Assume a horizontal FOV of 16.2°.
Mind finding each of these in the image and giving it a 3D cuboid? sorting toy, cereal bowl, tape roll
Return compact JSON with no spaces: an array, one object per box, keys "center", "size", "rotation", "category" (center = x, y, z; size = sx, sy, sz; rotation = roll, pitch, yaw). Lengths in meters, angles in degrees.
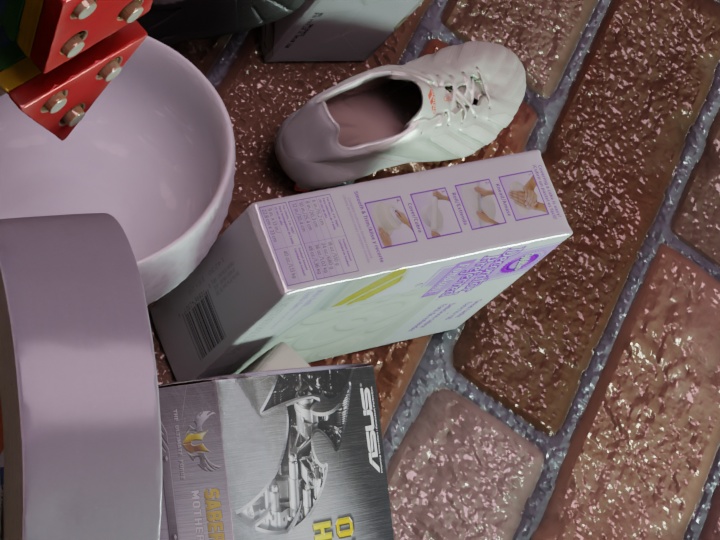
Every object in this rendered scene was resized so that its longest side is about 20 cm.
[{"center":[-0.189,-0.107,1.274],"size":[0.200,0.199,0.070],"rotation":[-35,78,-28],"category":"sorting toy"},{"center":[-0.167,-0.042,1.390],"size":[0.200,0.083,0.200],"rotation":[1,48,-2],"category":"cereal bowl"},{"center":[-0.149,0.073,1.217],"size":[0.066,0.200,0.200],"rotation":[-3,68,-18],"category":"tape roll"}]

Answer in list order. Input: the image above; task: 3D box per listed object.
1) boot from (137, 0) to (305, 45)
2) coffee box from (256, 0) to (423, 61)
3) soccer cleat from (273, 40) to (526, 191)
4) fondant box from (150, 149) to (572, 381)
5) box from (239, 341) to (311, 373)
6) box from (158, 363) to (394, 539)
[{"center":[-0.141,-0.206,1.507],"size":[0.200,0.073,0.151],"rotation":[-12,59,-8],"category":"boot"},{"center":[-0.028,-0.243,1.568],"size":[0.080,0.114,0.200],"rotation":[-3,69,-30],"category":"coffee box"},{"center":[0.036,-0.100,1.556],"size":[0.200,0.078,0.069],"rotation":[-23,79,-36],"category":"soccer cleat"},{"center":[0.000,0.000,1.445],"size":[0.200,0.144,0.058],"rotation":[-13,73,-33],"category":"fondant box"},{"center":[-0.089,0.134,1.371],"size":[0.068,0.082,0.200],"rotation":[44,55,-5],"category":"box"},{"center":[-0.039,0.150,1.279],"size":[0.158,0.048,0.200],"rotation":[0,82,-61],"category":"box"}]
